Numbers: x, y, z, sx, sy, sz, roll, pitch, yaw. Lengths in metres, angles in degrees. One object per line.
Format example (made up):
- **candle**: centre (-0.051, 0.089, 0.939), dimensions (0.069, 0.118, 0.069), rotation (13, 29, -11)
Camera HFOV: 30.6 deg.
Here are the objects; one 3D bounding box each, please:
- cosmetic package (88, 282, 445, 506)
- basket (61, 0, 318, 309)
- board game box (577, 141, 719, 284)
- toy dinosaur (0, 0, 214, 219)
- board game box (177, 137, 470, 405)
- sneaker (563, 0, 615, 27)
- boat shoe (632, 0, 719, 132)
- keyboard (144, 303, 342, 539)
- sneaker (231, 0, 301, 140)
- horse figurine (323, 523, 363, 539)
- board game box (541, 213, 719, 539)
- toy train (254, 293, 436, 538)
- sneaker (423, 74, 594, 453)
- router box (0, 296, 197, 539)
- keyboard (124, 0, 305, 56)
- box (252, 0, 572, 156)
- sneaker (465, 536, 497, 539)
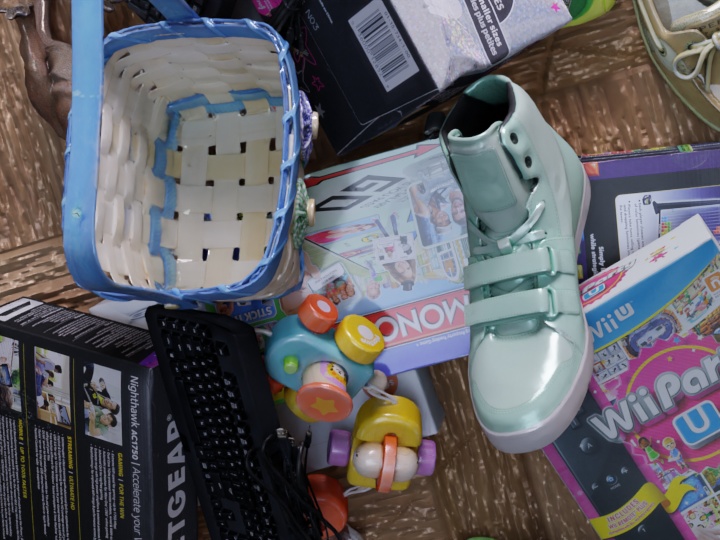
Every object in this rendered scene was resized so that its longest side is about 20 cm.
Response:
- **cosmetic package**: centre (-0.062, 0.061, 0.879), dimensions (0.199, 0.052, 0.152), rotation (-19, 97, 12)
- **basket**: centre (-0.100, -0.066, 0.711), dimensions (0.138, 0.200, 0.178), rotation (-3, 79, 22)
- **board game box**: centre (0.205, 0.022, 0.821), dimensions (0.164, 0.057, 0.201), rotation (-4, 97, 9)
- **toy dinosaur**: centre (-0.176, -0.105, 0.864), dimensions (0.086, 0.136, 0.200), rotation (-32, 66, -27)
- **board game box**: centre (0.000, 0.000, 0.820), dimensions (0.199, 0.029, 0.135), rotation (-16, 95, 9)
- **sneaker**: centre (0.089, -0.239, 0.792), dimensions (0.083, 0.074, 0.201), rotation (-22, 94, 9)
- **boat shoe**: centre (0.195, -0.172, 0.785), dimensions (0.073, 0.063, 0.202), rotation (-22, 91, 13)
- **keyboard**: centre (-0.073, 0.116, 0.781), dimensions (0.104, 0.040, 0.201), rotation (5, 124, 30)
- **sneaker**: centre (-0.095, -0.178, 0.848), dimensions (0.082, 0.077, 0.200), rotation (-43, 94, -8)
- **horse figurine**: centre (-0.043, 0.270, 0.904), dimensions (0.132, 0.050, 0.200), rotation (43, 110, 15)
- **board game box**: centre (0.187, 0.092, 0.768), dimensions (0.147, 0.064, 0.201), rotation (-32, 98, 14)
- **toy train**: centre (-0.035, 0.109, 0.809), dimensions (0.149, 0.056, 0.201), rotation (-15, 126, 9)
- **sneaker**: centre (0.071, -0.010, 0.704), dimensions (0.073, 0.201, 0.118), rotation (-14, 140, 30)
- **router box**: centre (-0.180, 0.131, 0.873), dimensions (0.148, 0.051, 0.201), rotation (13, 112, 28)
- **keyboard**: centre (-0.072, -0.186, 0.724), dimensions (0.127, 0.021, 0.200), rotation (33, 143, 3)
- **box**: centre (0.009, -0.193, 0.768), dimensions (0.114, 0.132, 0.201), rotation (-31, 93, -30)
- **sneaker**: centre (0.144, 0.233, 0.847), dimensions (0.199, 0.084, 0.077), rotation (14, 92, 8)
